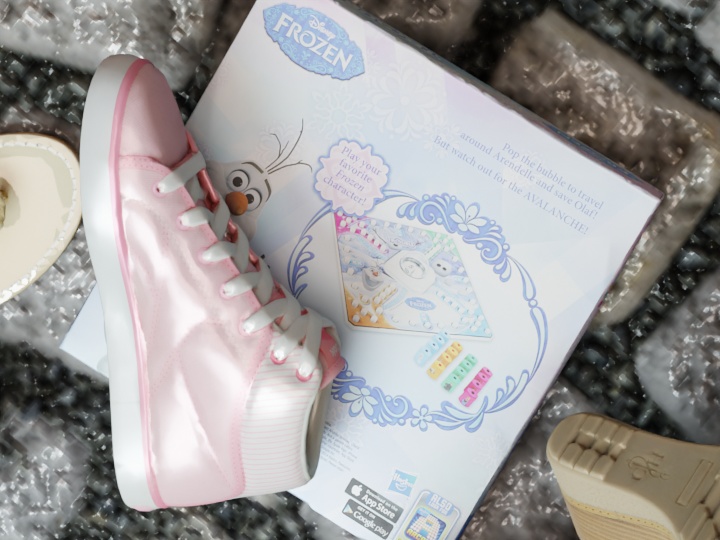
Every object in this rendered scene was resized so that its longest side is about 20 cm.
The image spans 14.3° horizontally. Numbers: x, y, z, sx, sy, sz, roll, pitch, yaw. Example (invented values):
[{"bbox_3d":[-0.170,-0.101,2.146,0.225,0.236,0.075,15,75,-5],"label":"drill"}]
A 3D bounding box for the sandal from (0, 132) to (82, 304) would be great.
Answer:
[{"bbox_3d":[-0.226,-0.003,1.297,0.210,0.070,0.078,-18,93,10],"label":"sandal"}]

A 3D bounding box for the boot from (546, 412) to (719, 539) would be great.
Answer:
[{"bbox_3d":[0.174,0.137,1.172,0.072,0.200,0.166,-49,131,-10],"label":"boot"}]

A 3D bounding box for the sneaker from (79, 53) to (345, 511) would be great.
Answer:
[{"bbox_3d":[-0.058,0.005,1.226,0.104,0.075,0.202,-2,104,15],"label":"sneaker"}]

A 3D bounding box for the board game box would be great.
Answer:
[{"bbox_3d":[0.000,0.000,1.277,0.199,0.043,0.200,32,101,4],"label":"board game box"}]
